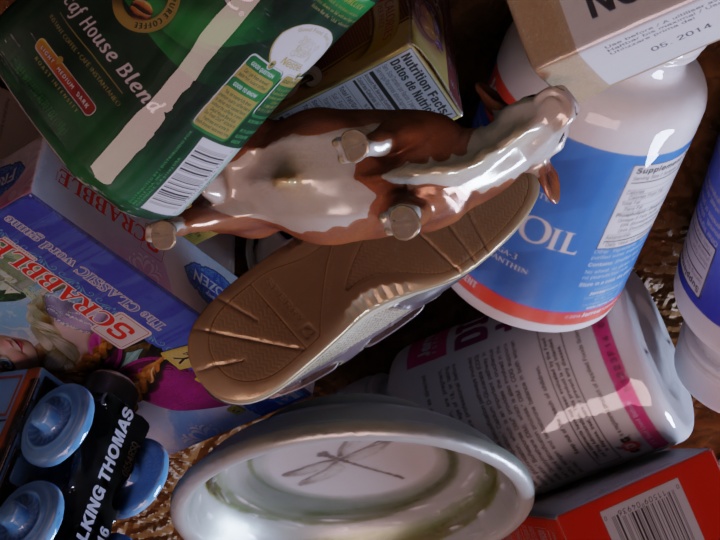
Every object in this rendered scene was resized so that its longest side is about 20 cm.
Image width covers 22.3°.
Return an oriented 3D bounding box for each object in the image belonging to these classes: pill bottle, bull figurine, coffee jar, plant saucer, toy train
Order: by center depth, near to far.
[{"bbox_3d":[-0.046,-0.121,0.714,0.200,0.104,0.085,-43,159,12],"label":"coffee jar"},{"bbox_3d":[-0.001,-0.045,0.830,0.200,0.121,0.065,-7,95,22],"label":"bull figurine"},{"bbox_3d":[-0.172,0.140,0.912,0.114,0.200,0.087,-9,141,38],"label":"toy train"},{"bbox_3d":[0.116,-0.073,0.964,0.112,0.112,0.200,11,128,-9],"label":"pill bottle"},{"bbox_3d":[-0.005,0.113,1.008,0.200,0.050,0.200,-2,150,-1],"label":"plant saucer"},{"bbox_3d":[0.239,-0.013,1.016,0.112,0.112,0.200,6,129,-5],"label":"pill bottle"},{"bbox_3d":[0.087,0.082,1.093,0.200,0.113,0.113,-23,127,17],"label":"pill bottle"}]

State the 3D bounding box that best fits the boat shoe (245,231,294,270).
[{"bbox_3d":[-0.029,-0.019,1.021,0.202,0.075,0.086,-23,97,57],"label":"boat shoe"}]

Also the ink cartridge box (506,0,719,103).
[{"bbox_3d":[0.150,-0.193,0.828,0.200,0.165,0.075,-23,166,17],"label":"ink cartridge box"}]

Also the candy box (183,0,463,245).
[{"bbox_3d":[-0.048,-0.091,0.946,0.200,0.117,0.056,-24,128,18],"label":"candy box"}]

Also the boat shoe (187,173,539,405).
[{"bbox_3d":[0.000,0.000,0.909,0.200,0.065,0.072,-38,84,-13],"label":"boat shoe"}]

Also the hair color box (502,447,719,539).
[{"bbox_3d":[0.147,0.152,1.092,0.101,0.200,0.061,-22,88,-9],"label":"hair color box"}]

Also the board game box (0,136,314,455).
[{"bbox_3d":[-0.161,0.034,0.964,0.199,0.041,0.200,-25,131,35],"label":"board game box"}]

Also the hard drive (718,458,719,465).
[{"bbox_3d":[0.304,0.138,1.199,0.132,0.026,0.200,21,127,-17],"label":"hard drive"}]

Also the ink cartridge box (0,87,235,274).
[{"bbox_3d":[-0.190,-0.010,1.031,0.200,0.084,0.146,25,127,-22],"label":"ink cartridge box"}]
